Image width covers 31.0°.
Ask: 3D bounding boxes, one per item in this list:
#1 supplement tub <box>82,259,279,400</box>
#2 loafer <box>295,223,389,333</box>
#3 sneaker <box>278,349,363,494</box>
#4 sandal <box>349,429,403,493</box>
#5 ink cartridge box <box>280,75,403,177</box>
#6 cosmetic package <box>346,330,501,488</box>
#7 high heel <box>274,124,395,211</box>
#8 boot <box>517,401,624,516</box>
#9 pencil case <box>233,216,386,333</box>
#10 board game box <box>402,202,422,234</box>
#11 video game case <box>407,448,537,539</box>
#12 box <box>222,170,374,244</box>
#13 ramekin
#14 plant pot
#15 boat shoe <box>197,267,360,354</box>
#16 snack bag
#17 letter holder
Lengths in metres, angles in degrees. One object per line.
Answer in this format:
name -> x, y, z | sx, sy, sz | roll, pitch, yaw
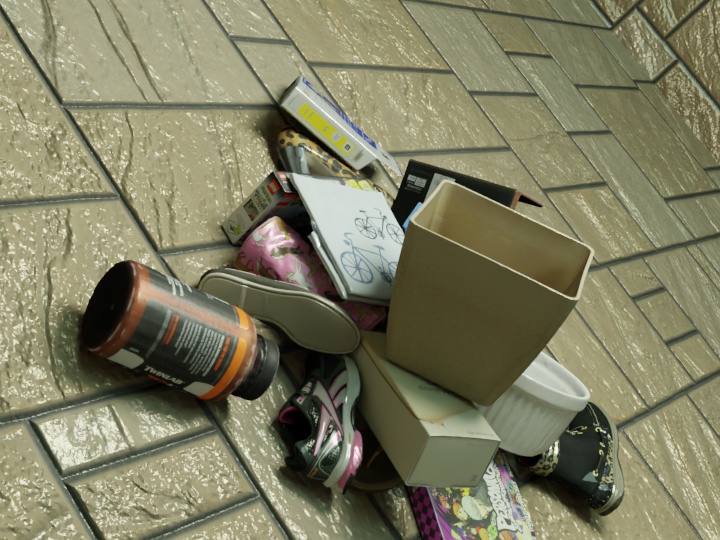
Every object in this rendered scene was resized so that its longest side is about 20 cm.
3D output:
supplement tub -> -0.183, 0.072, 1.365 | 0.200, 0.107, 0.107 | 27, 34, -32
loafer -> 0.000, 0.000, 1.690 | 0.200, 0.071, 0.073 | 38, 28, -12
sneaker -> -0.051, 0.156, 1.474 | 0.086, 0.080, 0.200 | 20, 31, -22
sandal -> 0.058, 0.207, 1.529 | 0.200, 0.054, 0.080 | -6, 51, -28
ink cartridge box -> -0.030, -0.203, 1.923 | 0.200, 0.047, 0.198 | 43, 8, -10
cosmetic package -> 0.064, 0.157, 1.488 | 0.103, 0.073, 0.200 | 8, 27, -32
high heel -> -0.030, -0.144, 1.877 | 0.200, 0.071, 0.143 | 11, 47, -39
boot -> 0.289, 0.236, 1.831 | 0.154, 0.073, 0.204 | 30, 32, -23
pencil case -> -0.062, 0.020, 1.588 | 0.200, 0.083, 0.087 | 40, 23, 10
board game box -> 0.127, -0.006, 1.784 | 0.152, 0.045, 0.200 | 33, -15, 8
video game case -> 0.129, 0.270, 1.609 | 0.181, 0.036, 0.200 | 20, 39, -37
box -> -0.076, -0.078, 1.694 | 0.200, 0.110, 0.035 | -1, 54, -53
ramekin -> 0.190, 0.157, 1.706 | 0.200, 0.105, 0.200 | 28, 12, -6
plant pot -> 0.133, 0.035, 1.495 | 0.199, 0.177, 0.200 | 26, 22, 7
boat shoe -> -0.092, 0.040, 1.523 | 0.200, 0.067, 0.057 | 19, 19, -1
snack bag -> 0.003, -0.035, 1.620 | 0.188, 0.021, 0.200 | 8, 46, -49
letter holder -> 0.167, -0.074, 1.859 | 0.200, 0.101, 0.142 | 21, 2, 41
